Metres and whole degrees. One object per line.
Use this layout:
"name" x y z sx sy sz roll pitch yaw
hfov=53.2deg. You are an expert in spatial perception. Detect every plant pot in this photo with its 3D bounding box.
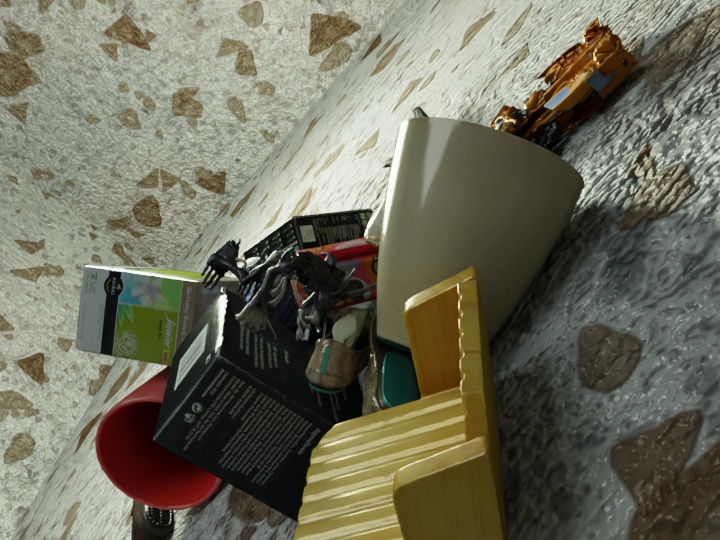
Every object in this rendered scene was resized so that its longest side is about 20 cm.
"plant pot" 0.092 -0.016 0.694 0.200 0.187 0.187 -70 19 -4
"plant pot" -0.278 0.235 1.114 0.200 0.200 0.177 -45 9 22

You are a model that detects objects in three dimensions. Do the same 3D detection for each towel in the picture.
"towel" -0.111 0.056 1.089 0.145 0.024 0.200 -55 -26 -3

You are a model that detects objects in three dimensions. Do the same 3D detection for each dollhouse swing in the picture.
"dollhouse swing" 0.018 0.126 0.557 0.175 0.182 0.200 -7 34 12

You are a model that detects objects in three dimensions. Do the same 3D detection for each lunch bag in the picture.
"lunch bag" 0.000 0.000 0.915 0.176 0.082 0.200 -12 4 -10

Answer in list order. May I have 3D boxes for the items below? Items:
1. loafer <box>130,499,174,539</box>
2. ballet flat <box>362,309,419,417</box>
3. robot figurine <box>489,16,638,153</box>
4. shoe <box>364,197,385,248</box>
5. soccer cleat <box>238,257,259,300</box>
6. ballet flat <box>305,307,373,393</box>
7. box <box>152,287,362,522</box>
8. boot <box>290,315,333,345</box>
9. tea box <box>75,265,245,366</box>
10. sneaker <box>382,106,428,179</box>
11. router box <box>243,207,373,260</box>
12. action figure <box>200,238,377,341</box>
"loafer" -0.349 0.379 1.179 0.071 0.073 0.200 -50 18 6
"ballet flat" 0.031 0.102 0.771 0.200 0.070 0.065 -73 10 -56
"robot figurine" 0.227 -0.200 0.854 0.200 0.058 0.145 -43 19 27
"shoe" 0.077 -0.063 0.831 0.200 0.070 0.054 -16 -62 -54
"soccer cleat" -0.144 0.072 1.154 0.086 0.200 0.070 16 40 32
"ballet flat" -0.009 0.080 0.821 0.200 0.068 0.067 -43 -38 -76
"box" -0.104 0.145 0.795 0.118 0.200 0.197 -52 17 9
"boot" -0.149 0.124 1.009 0.211 0.158 0.079 -54 29 2
"tea box" -0.301 0.068 1.137 0.200 0.196 0.134 2 -86 -74
"sneaker" 0.085 -0.198 1.182 0.114 0.076 0.200 -39 27 21
"router box" -0.084 -0.038 1.191 0.150 0.062 0.200 -11 -9 -35
"action figure" -0.075 0.024 0.759 0.200 0.119 0.102 12 81 45
